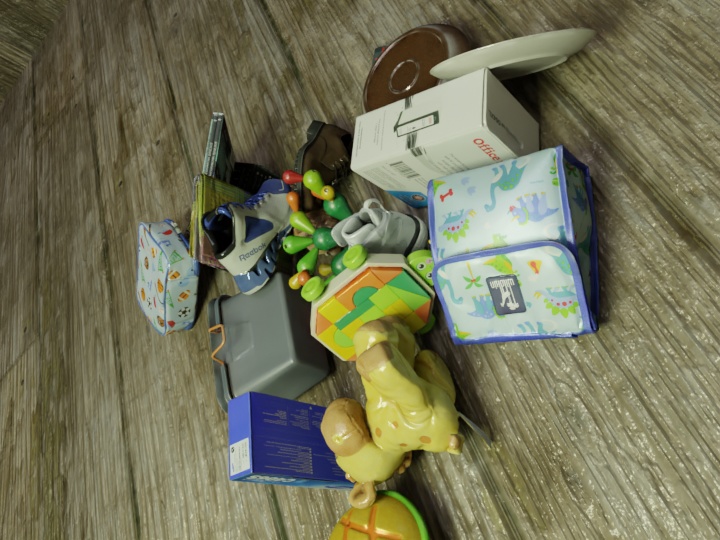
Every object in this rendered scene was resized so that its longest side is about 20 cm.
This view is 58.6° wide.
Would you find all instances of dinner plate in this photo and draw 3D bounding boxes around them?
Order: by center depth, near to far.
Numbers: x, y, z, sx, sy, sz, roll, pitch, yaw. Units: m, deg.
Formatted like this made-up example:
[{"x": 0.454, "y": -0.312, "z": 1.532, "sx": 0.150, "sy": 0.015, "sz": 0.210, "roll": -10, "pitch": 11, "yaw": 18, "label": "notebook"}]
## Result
[{"x": 0.184, "y": -0.254, "z": 0.782, "sx": 0.199, "sy": 0.200, "sz": 0.024, "roll": -5, "pitch": 98, "yaw": 41, "label": "dinner plate"}]

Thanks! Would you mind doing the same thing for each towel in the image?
[{"x": -0.186, "y": -0.060, "z": 1.010, "sx": 0.023, "sy": 0.200, "sz": 0.144, "roll": -17, "pitch": 68, "yaw": 33, "label": "towel"}]

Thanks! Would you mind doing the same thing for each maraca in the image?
[{"x": 0.007, "y": 0.348, "z": 0.732, "sx": 0.201, "sy": 0.107, "sz": 0.137, "roll": -58, "pitch": 42, "yaw": 8, "label": "maraca"}]

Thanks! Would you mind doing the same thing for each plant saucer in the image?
[{"x": 0.071, "y": -0.279, "z": 0.944, "sx": 0.200, "sy": 0.032, "sz": 0.201, "roll": -19, "pitch": 59, "yaw": 36, "label": "plant saucer"}]

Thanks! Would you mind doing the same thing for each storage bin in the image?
[{"x": -0.137, "y": 0.102, "z": 0.949, "sx": 0.134, "sy": 0.145, "sz": 0.201, "roll": -33, "pitch": 52, "yaw": 24, "label": "storage bin"}]

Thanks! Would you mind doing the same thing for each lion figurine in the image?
[{"x": -0.085, "y": -0.100, "z": 1.037, "sx": 0.122, "sy": 0.072, "sz": 0.201, "roll": -27, "pitch": 51, "yaw": 24, "label": "lion figurine"}]

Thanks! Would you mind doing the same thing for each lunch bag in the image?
[{"x": 0.174, "y": -0.020, "z": 0.730, "sx": 0.169, "sy": 0.127, "sz": 0.201, "roll": -10, "pitch": 79, "yaw": 35, "label": "lunch bag"}, {"x": -0.361, "y": 0.007, "z": 1.188, "sx": 0.160, "sy": 0.075, "sz": 0.201, "roll": 45, "pitch": 132, "yaw": 37, "label": "lunch bag"}]

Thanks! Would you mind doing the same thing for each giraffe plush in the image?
[{"x": 0.027, "y": 0.175, "z": 0.753, "sx": 0.162, "sy": 0.172, "sz": 0.200, "roll": -41, "pitch": 81, "yaw": 16, "label": "giraffe plush"}]

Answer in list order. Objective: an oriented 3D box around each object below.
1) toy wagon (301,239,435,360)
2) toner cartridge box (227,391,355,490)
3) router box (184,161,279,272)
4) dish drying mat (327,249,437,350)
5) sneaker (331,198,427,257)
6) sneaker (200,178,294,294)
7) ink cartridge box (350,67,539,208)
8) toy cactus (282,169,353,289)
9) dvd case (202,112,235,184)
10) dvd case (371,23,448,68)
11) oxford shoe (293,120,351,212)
[{"x": 0.030, "y": 0.034, "z": 0.808, "sx": 0.200, "sy": 0.155, "sz": 0.040, "roll": -37, "pitch": 31, "yaw": 17, "label": "toy wagon"}, {"x": -0.073, "y": 0.216, "z": 0.796, "sx": 0.043, "sy": 0.200, "sz": 0.095, "roll": -26, "pitch": 56, "yaw": 33, "label": "toner cartridge box"}, {"x": -0.247, "y": -0.102, "z": 1.194, "sx": 0.149, "sy": 0.062, "sz": 0.201, "roll": 15, "pitch": 83, "yaw": 45, "label": "router box"}, {"x": 0.022, "y": 0.045, "z": 0.912, "sx": 0.199, "sy": 0.018, "sz": 0.077, "roll": -29, "pitch": 54, "yaw": 31, "label": "dish drying mat"}, {"x": 0.000, "y": 0.000, "z": 0.856, "sx": 0.075, "sy": 0.115, "sz": 0.201, "roll": 37, "pitch": 98, "yaw": 45, "label": "sneaker"}, {"x": -0.166, "y": -0.076, "z": 0.952, "sx": 0.080, "sy": 0.115, "sz": 0.200, "roll": -15, "pitch": 45, "yaw": 34, "label": "sneaker"}, {"x": 0.110, "y": -0.160, "z": 0.825, "sx": 0.199, "sy": 0.146, "sz": 0.085, "roll": -10, "pitch": 65, "yaw": 39, "label": "ink cartridge box"}, {"x": -0.030, "y": -0.051, "z": 0.913, "sx": 0.102, "sy": 0.164, "sz": 0.201, "roll": -109, "pitch": 12, "yaw": -76, "label": "toy cactus"}, {"x": -0.240, "y": -0.138, "z": 1.074, "sx": 0.022, "sy": 0.146, "sz": 0.201, "roll": 5, "pitch": 70, "yaw": -1, "label": "dvd case"}, {"x": 0.065, "y": -0.272, "z": 0.995, "sx": 0.145, "sy": 0.022, "sz": 0.201, "roll": -4, "pitch": 71, "yaw": 42, "label": "dvd case"}, {"x": -0.056, "y": -0.164, "z": 1.004, "sx": 0.084, "sy": 0.073, "sz": 0.201, "roll": 11, "pitch": 52, "yaw": 6, "label": "oxford shoe"}]
